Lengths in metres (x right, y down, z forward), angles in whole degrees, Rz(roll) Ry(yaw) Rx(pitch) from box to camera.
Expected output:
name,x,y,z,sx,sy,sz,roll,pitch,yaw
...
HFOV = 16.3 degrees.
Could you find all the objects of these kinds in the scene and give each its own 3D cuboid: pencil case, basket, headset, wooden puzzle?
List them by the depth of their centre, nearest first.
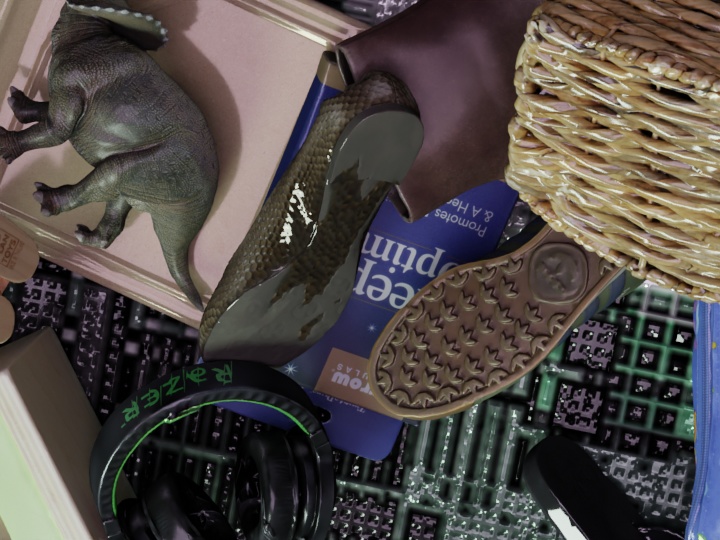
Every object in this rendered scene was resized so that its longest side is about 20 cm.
name,x,y,z,sx,sy,sz,roll,pitch,yaw
basket,0.185,-0.078,1.166,0.200,0.149,0.143,20,139,16
pencil case,0.205,0.061,1.283,0.087,0.078,0.201,-3,103,-15
headset,-0.062,0.136,1.303,0.123,0.094,0.200,-23,132,-2
wooden puzzle,-0.105,-0.078,1.316,0.200,0.037,0.185,23,104,-4

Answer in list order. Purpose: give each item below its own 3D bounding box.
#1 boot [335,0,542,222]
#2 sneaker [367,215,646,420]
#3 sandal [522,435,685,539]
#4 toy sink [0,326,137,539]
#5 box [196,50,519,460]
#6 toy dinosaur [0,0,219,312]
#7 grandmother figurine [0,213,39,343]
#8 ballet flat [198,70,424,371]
name,x,y,z,sx,sy,sz,roll,pitch,yaw
boot,0.065,-0.138,1.234,0.166,0.072,0.200,-21,104,-15
sneaker,0.098,0.008,1.278,0.200,0.090,0.067,-40,75,10
sandal,0.161,0.165,1.312,0.045,0.075,0.200,-36,93,28
toy sink,-0.234,0.136,1.335,0.200,0.112,0.131,-23,98,11
box,0.000,0.000,1.306,0.121,0.032,0.200,20,105,-13
toy dinosaur,-0.117,-0.066,1.262,0.102,0.077,0.200,-25,99,15
grandmother figurine,-0.232,0.020,1.292,0.061,0.200,0.121,37,60,-20
ballet flat,-0.028,-0.022,1.235,0.067,0.046,0.200,3,135,-31
